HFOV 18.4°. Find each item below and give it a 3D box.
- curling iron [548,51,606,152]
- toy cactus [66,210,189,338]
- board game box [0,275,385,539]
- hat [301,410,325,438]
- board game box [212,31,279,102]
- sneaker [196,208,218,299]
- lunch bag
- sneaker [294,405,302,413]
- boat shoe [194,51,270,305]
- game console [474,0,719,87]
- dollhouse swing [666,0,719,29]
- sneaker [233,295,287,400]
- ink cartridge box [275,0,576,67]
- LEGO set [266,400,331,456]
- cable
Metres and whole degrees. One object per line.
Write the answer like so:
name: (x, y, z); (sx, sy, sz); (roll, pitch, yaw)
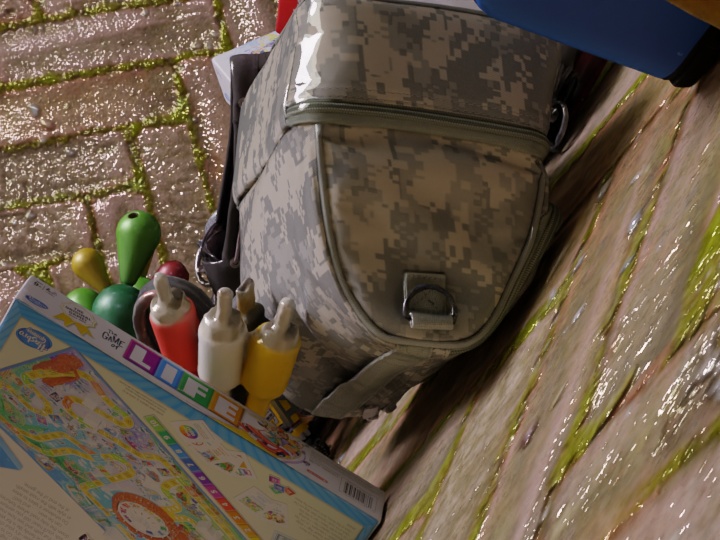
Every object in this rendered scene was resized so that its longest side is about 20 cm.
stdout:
curling iron: (0.142, -0.146, 1.161); (0.200, 0.025, 0.050); (-58, -1, 12)
toy cactus: (-0.152, 0.070, 1.326); (0.200, 0.102, 0.165); (-55, 27, 21)
board game box: (-0.107, 0.112, 1.062); (0.135, 0.200, 0.034); (-56, 6, 18)
hat: (-0.095, 0.124, 1.513); (0.201, 0.081, 0.201); (-56, 6, 9)
board game box: (-0.001, -0.114, 1.416); (0.134, 0.034, 0.200); (-25, 31, -10)
sneaker: (-0.077, 0.005, 1.533); (0.075, 0.114, 0.200); (-46, -15, 18)
lunch bag: (0.012, -0.023, 1.082); (0.200, 0.139, 0.169); (139, 139, -71)
sneaker: (-0.038, 0.038, 1.394); (0.200, 0.074, 0.088); (-42, 19, 33)
boat shoe: (-0.072, -0.038, 1.311); (0.067, 0.057, 0.201); (-110, 33, -60)
game console: (0.149, -0.188, 0.907); (0.200, 0.170, 0.119); (-55, 33, 32)
dollhouse swing: (0.147, -0.186, 0.672); (0.200, 0.181, 0.176); (-56, 26, 22)
sneaker: (0.000, 0.000, 1.281); (0.199, 0.076, 0.114); (-38, 7, 25)
ink cartridge box: (0.021, -0.153, 1.220); (0.067, 0.200, 0.116); (-46, -18, -28)
LEGO set: (-0.091, 0.160, 1.295); (0.154, 0.116, 0.200); (-35, 1, 22)
cable: (-0.071, 0.079, 1.103); (0.050, 0.097, 0.201); (-52, -31, -50)
